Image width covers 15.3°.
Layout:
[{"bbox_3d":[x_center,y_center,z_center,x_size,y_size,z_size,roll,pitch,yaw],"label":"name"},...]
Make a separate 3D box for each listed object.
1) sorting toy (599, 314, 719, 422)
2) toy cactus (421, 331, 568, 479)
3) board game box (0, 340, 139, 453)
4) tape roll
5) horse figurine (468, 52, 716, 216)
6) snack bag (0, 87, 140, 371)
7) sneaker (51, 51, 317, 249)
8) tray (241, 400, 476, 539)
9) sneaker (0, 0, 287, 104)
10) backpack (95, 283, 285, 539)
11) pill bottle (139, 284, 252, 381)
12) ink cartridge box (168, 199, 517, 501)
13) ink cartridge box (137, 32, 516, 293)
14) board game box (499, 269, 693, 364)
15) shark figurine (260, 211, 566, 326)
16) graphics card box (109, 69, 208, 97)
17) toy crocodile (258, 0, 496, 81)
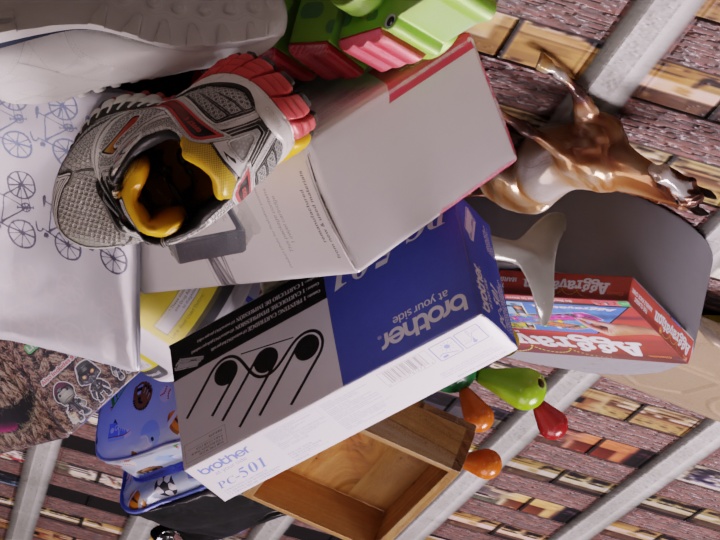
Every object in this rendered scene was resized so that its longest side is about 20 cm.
[{"bbox_3d":[0.267,0.072,1.888,0.185,0.037,0.200,22,165,-22],"label":"sorting toy"},{"bbox_3d":[0.022,0.057,1.696,0.200,0.102,0.165,5,141,38],"label":"toy cactus"},{"bbox_3d":[-0.261,0.018,1.870,0.200,0.097,0.159,53,151,-10],"label":"board game box"},{"bbox_3d":[0.123,0.003,1.729,0.200,0.066,0.200,13,161,4],"label":"tape roll"},{"bbox_3d":[0.097,-0.069,1.562,0.132,0.050,0.200,33,153,-31],"label":"horse figurine"},{"bbox_3d":[-0.216,-0.039,1.530,0.200,0.021,0.189,13,124,16],"label":"snack bag"},{"bbox_3d":[-0.111,-0.052,1.402,0.078,0.082,0.200,50,144,-11],"label":"sneaker"},{"bbox_3d":[-0.003,0.119,1.670,0.099,0.037,0.200,24,155,-5],"label":"tray"},{"bbox_3d":[-0.139,-0.128,1.421,0.200,0.076,0.081,0,145,-3],"label":"sneaker"},{"bbox_3d":[-0.095,0.083,1.932,0.200,0.191,0.154,-17,140,32],"label":"backpack"},{"bbox_3d":[-0.168,-0.026,1.613,0.200,0.112,0.112,33,157,-18],"label":"pill bottle"},{"bbox_3d":[-0.013,0.043,1.511,0.200,0.094,0.044,-29,136,19],"label":"ink cartridge box"},{"bbox_3d":[-0.035,-0.058,1.512,0.200,0.146,0.085,-3,115,49],"label":"ink cartridge box"},{"bbox_3d":[0.098,0.026,1.681,0.200,0.019,0.103,3,160,31],"label":"board game box"},{"bbox_3d":[0.014,-0.013,1.588,0.214,0.090,0.128,-18,140,6],"label":"shark figurine"},{"bbox_3d":[-0.184,-0.152,1.522,0.125,0.051,0.200,3,158,32],"label":"graphics card box"},{"bbox_3d":[-0.010,-0.129,1.438,0.200,0.062,0.067,-5,154,44],"label":"toy crocodile"}]
